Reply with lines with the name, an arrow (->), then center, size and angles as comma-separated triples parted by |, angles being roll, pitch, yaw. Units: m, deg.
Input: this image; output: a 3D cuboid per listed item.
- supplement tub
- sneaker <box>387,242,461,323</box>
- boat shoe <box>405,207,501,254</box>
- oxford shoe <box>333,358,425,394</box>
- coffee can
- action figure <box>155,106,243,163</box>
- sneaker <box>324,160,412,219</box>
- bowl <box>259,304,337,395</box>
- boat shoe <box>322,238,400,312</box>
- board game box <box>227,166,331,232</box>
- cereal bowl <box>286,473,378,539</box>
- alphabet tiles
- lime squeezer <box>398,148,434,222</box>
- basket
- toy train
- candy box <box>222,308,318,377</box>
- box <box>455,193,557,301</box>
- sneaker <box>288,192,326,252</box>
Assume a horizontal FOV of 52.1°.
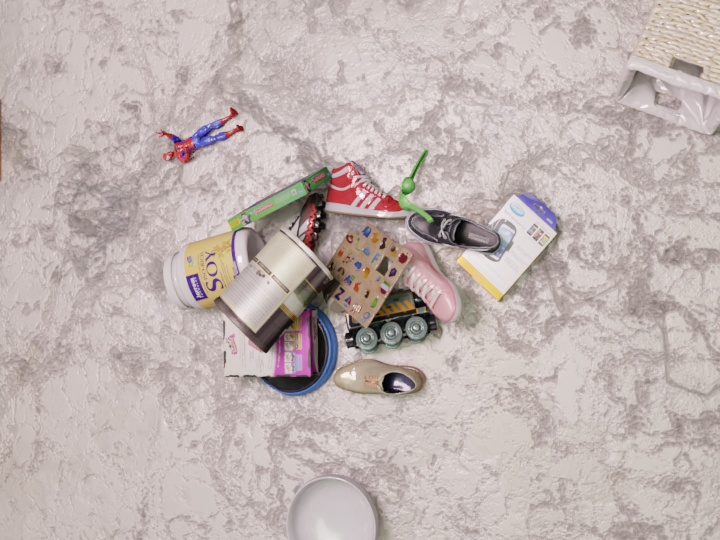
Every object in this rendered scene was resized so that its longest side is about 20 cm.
supplement tub -> -0.304, 0.000, 1.573 | 0.195, 0.145, 0.149 | -15, 85, 14
sneaker -> 0.115, 0.023, 1.444 | 0.076, 0.102, 0.202 | -61, 41, 36
boat shoe -> 0.179, -0.077, 1.443 | 0.196, 0.068, 0.073 | 19, 91, 13
oxford shoe -> 0.032, 0.221, 1.515 | 0.195, 0.074, 0.073 | -3, 88, 15
coffee can -> -0.169, 0.037, 1.445 | 0.146, 0.147, 0.200 | 42, 83, 12
action figure -> -0.366, -0.295, 1.625 | 0.197, 0.099, 0.067 | -26, 81, 15
sneaker -> 0.022, -0.167, 1.528 | 0.195, 0.071, 0.116 | 7, 94, 17
bowl -> -0.146, 0.168, 1.582 | 0.195, 0.039, 0.207 | 0, 89, 15
boat shoe -> 0.000, 0.000, 1.533 | 0.200, 0.072, 0.060 | -43, 51, 11
board game box -> -0.167, -0.148, 1.523 | 0.197, 0.135, 0.030 | -23, 101, 27
cereal bowl -> -0.052, 0.520, 1.527 | 0.195, 0.083, 0.206 | 0, 89, 14
alphabet tiles -> 0.004, -0.002, 1.474 | 0.169, 0.007, 0.199 | -57, 41, 5
lime squeezer -> 0.106, -0.164, 1.478 | 0.070, 0.037, 0.203 | -34, 39, 34
basket -> 0.583, -0.371, 1.322 | 0.194, 0.200, 0.164 | 23, 89, 14
toy train -> 0.057, 0.099, 1.501 | 0.195, 0.085, 0.117 | -12, 77, 3
candy box -> -0.188, 0.151, 1.542 | 0.194, 0.061, 0.140 | -2, 87, 14
box -> 0.298, -0.053, 1.469 | 0.119, 0.041, 0.201 | 43, 97, 12
sneaker -> -0.133, -0.071, 1.567 | 0.096, 0.071, 0.206 | 16, 94, 12
